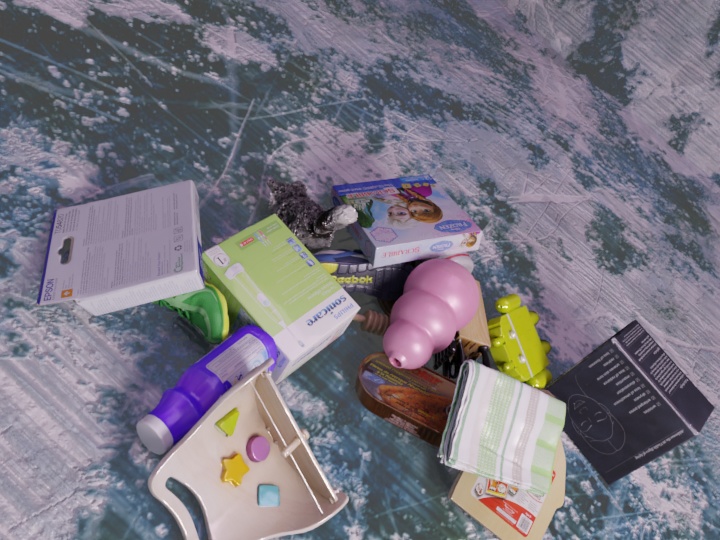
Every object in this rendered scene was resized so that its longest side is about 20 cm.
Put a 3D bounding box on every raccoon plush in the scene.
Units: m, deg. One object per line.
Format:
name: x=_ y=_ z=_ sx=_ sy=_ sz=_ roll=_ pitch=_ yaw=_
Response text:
raccoon plush: x=-0.077 y=-0.111 z=1.073 sx=0.097 sy=0.199 sz=0.135 roll=13 pitch=64 yaw=-51

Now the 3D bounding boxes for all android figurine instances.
android figurine: x=0.293 y=0.134 z=1.196 sx=0.200 sy=0.041 sz=0.183 roll=-10 pitch=78 yaw=-54

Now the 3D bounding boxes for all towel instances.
towel: x=0.211 y=0.228 z=0.930 sx=0.199 sy=0.031 sz=0.150 roll=25 pitch=74 yaw=-23

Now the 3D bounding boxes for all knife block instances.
knife block: x=0.192 y=0.121 z=1.152 sx=0.176 sy=0.064 sz=0.200 roll=51 pitch=40 yaw=13

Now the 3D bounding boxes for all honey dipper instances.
honey dipper: x=-0.042 y=0.066 z=1.052 sx=0.199 sy=0.038 sz=0.038 roll=18 pitch=43 yaw=-17

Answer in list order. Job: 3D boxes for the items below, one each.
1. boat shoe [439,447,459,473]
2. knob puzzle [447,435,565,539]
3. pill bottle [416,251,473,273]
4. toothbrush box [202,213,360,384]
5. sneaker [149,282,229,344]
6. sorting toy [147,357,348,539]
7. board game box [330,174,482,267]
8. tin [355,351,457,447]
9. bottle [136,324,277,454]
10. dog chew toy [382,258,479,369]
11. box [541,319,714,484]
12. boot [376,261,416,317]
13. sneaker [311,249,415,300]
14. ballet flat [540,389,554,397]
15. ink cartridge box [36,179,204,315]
boat shoe: x=0.203 y=0.264 z=1.025 sx=0.199 sy=0.072 sz=0.068 roll=-4 pitch=56 yaw=-31
knob puzzle: x=0.230 y=0.292 z=0.966 sx=0.219 sy=0.030 sz=0.221 roll=3 pitch=82 yaw=-27
pill bottle: x=0.122 y=-0.061 z=1.236 sx=0.108 sy=0.109 sz=0.201 roll=-4 pitch=56 yaw=-40
toothbrush box: x=-0.125 y=0.037 z=0.952 sx=0.200 sy=0.086 sz=0.145 roll=46 pitch=52 yaw=11
sneaker: x=-0.251 y=0.035 z=0.892 sx=0.083 sy=0.074 sz=0.200 roll=-25 pitch=59 yaw=-39
sorting toy: x=-0.143 y=0.235 z=0.753 sx=0.180 sy=0.107 sz=0.201 roll=-33 pitch=100 yaw=-37
board game box: x=0.074 y=-0.092 z=1.122 sx=0.199 sy=0.041 sz=0.200 roll=-10 pitch=41 yaw=-22
tin: x=0.086 y=0.194 z=0.983 sx=0.199 sy=0.042 sz=0.112 roll=26 pitch=42 yaw=13
bottle: x=-0.188 y=0.148 z=0.815 sx=0.065 sy=0.084 sz=0.200 roll=28 pitch=39 yaw=20
dog chew toy: x=0.104 y=0.073 z=1.022 sx=0.124 sy=0.125 sz=0.200 roll=39 pitch=55 yaw=0
box: x=0.461 y=0.231 z=1.145 sx=0.124 sy=0.200 sz=0.197 roll=-18 pitch=65 yaw=-46
boot: x=0.072 y=0.016 z=1.149 sx=0.073 sy=0.076 sz=0.201 roll=9 pitch=49 yaw=-29
sneaker: x=0.000 y=0.000 z=1.089 sx=0.199 sy=0.074 sz=0.082 roll=6 pitch=21 yaw=-17
ballet flat: x=0.271 y=0.229 z=1.097 sx=0.199 sy=0.068 sz=0.067 roll=5 pitch=19 yaw=-33
ink cartridge box: x=-0.313 y=-0.031 z=0.869 sx=0.199 sy=0.041 sz=0.200 roll=-12 pitch=45 yaw=-5
